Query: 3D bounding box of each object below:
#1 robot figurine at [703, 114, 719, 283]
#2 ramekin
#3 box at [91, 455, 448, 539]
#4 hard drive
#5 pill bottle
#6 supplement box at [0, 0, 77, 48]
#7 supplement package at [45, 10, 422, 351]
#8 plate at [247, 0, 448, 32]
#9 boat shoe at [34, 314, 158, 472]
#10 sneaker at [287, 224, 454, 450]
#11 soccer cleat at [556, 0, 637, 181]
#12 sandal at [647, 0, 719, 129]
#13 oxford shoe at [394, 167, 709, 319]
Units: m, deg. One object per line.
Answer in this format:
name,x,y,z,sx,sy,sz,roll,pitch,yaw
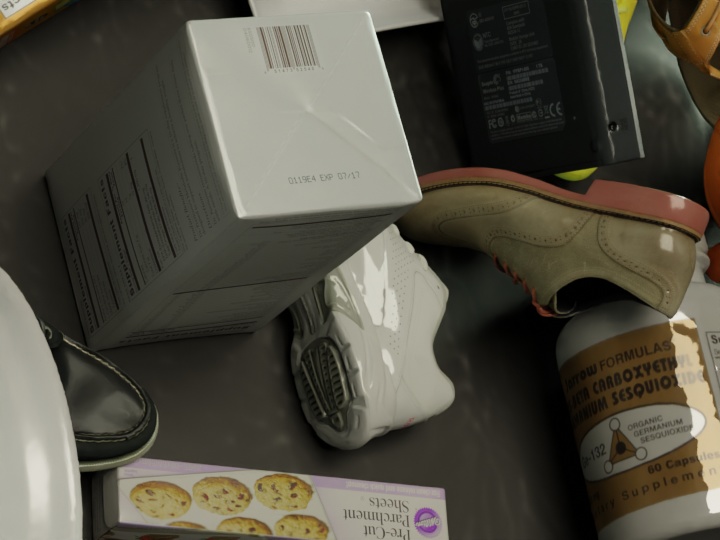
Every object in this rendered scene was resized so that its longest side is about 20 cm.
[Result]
robot figurine,0.262,-0.064,1.684,0.116,0.200,0.144,-1,79,2
ramekin,-0.216,0.095,1.347,0.200,0.097,0.201,-10,90,-74
box,-0.048,0.132,1.537,0.199,0.039,0.042,9,65,-25
hard drive,0.096,-0.155,1.650,0.033,0.139,0.201,-12,93,-32
pill bottle,0.175,0.065,1.644,0.114,0.114,0.201,-2,69,-29
supplement box,-0.142,-0.199,1.575,0.200,0.067,0.069,-32,90,-11
supplement package,-0.073,-0.045,1.504,0.113,0.200,0.110,-6,72,-32
plate,-0.011,-0.230,1.723,0.199,0.032,0.201,-13,76,-31
boat shoe,-0.194,0.044,1.460,0.199,0.066,0.075,24,58,-5
sneaker,0.000,0.000,1.611,0.099,0.078,0.201,-7,81,-38
soccer cleat,0.138,-0.151,1.738,0.065,0.084,0.201,20,61,-20
sandal,0.209,-0.173,1.764,0.054,0.080,0.201,-27,110,-39
oxford shoe,0.097,-0.013,1.608,0.070,0.200,0.075,26,73,-53
